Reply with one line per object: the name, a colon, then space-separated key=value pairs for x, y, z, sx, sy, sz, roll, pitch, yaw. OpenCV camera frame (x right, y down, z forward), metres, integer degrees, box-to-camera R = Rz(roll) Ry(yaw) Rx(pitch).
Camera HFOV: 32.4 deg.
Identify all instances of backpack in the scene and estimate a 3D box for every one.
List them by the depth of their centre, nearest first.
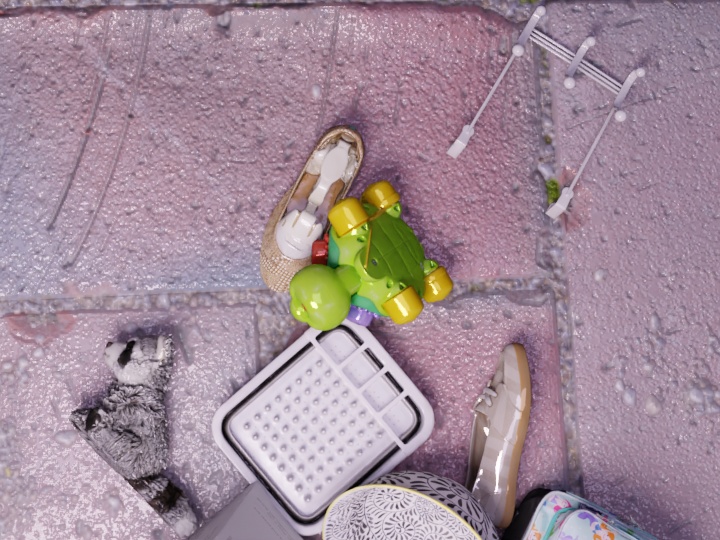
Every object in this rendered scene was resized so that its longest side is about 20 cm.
backpack: x=0.242 y=0.337 z=1.293 sx=0.200 sy=0.151 sz=0.178 roll=30 pitch=80 yaw=-8

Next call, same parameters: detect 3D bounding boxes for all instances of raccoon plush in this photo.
raccoon plush: x=-0.208 y=0.161 z=1.296 sx=0.134 sy=0.097 sz=0.200 roll=-44 pitch=111 yaw=-19

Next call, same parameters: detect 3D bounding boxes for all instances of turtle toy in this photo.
turtle toy: x=0.000 y=0.000 z=1.294 sx=0.101 sy=0.200 sz=0.146 roll=-32 pitch=89 yaw=34

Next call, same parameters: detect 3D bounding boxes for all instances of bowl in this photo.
bowl: x=0.069 y=0.275 z=1.281 sx=0.201 sy=0.201 sz=0.094 roll=44 pitch=41 yaw=-1

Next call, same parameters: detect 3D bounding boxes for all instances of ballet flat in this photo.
ballet flat: x=-0.054 y=-0.072 z=1.336 sx=0.070 sy=0.065 sz=0.200 roll=23 pitch=82 yaw=-4

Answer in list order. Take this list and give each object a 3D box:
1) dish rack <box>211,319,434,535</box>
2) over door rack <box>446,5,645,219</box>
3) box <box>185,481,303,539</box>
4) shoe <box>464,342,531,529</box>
dish rack: x=-0.041 y=0.162 z=1.324 sx=0.200 sy=0.044 sz=0.172 roll=-40 pitch=91 yaw=-9
over door rack: x=0.213 y=-0.180 z=1.380 sx=0.148 sy=0.067 sz=0.200 roll=32 pitch=81 yaw=-2
box: x=-0.105 y=0.343 z=1.203 sx=0.131 sy=0.200 sz=0.199 roll=-39 pitch=91 yaw=10
shoe: x=0.145 y=0.175 z=1.331 sx=0.053 sy=0.070 sz=0.201 roll=9 pitch=83 yaw=-9
